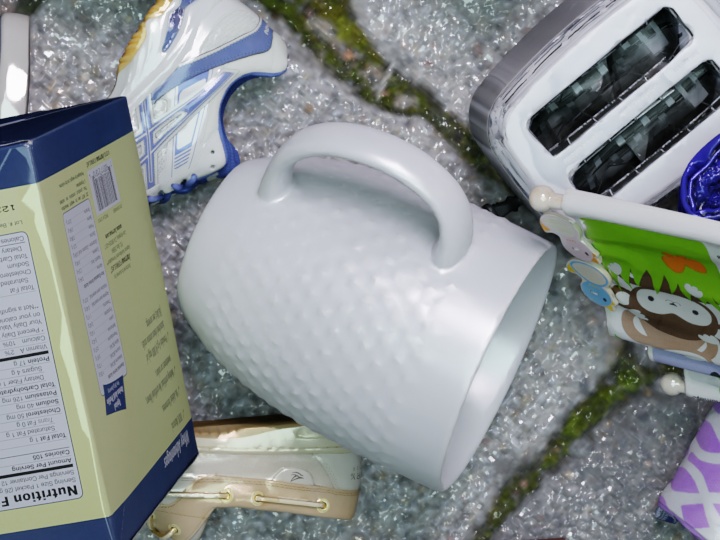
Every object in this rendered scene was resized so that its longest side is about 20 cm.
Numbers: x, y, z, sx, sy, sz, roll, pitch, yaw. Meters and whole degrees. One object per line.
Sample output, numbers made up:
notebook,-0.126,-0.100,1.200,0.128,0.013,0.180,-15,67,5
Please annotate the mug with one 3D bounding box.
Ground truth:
mug,0.000,0.000,1.267,0.175,0.201,0.148,25,52,12

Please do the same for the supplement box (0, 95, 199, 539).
supplement box,-0.181,0.032,1.192,0.133,0.200,0.201,-9,99,9

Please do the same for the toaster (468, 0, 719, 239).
toaster,0.137,-0.092,1.283,0.200,0.129,0.114,-38,95,5

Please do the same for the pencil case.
pencil case,0.248,0.077,1.330,0.085,0.084,0.201,24,100,-38

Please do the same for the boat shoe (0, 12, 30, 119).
boat shoe,-0.236,-0.047,1.313,0.092,0.075,0.201,8,98,-9

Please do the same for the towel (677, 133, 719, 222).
towel,0.231,-0.056,1.258,0.147,0.200,0.050,-27,77,2

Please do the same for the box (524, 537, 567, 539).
box,0.025,0.201,1.335,0.199,0.100,0.075,-6,97,2

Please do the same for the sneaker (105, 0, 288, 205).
sneaker,-0.115,-0.062,1.313,0.088,0.075,0.201,33,97,-4

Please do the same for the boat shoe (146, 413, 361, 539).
boat shoe,-0.096,0.121,1.337,0.199,0.074,0.070,-4,91,0

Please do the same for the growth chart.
growth chart,0.175,0.021,1.233,0.144,0.200,0.018,8,61,36
